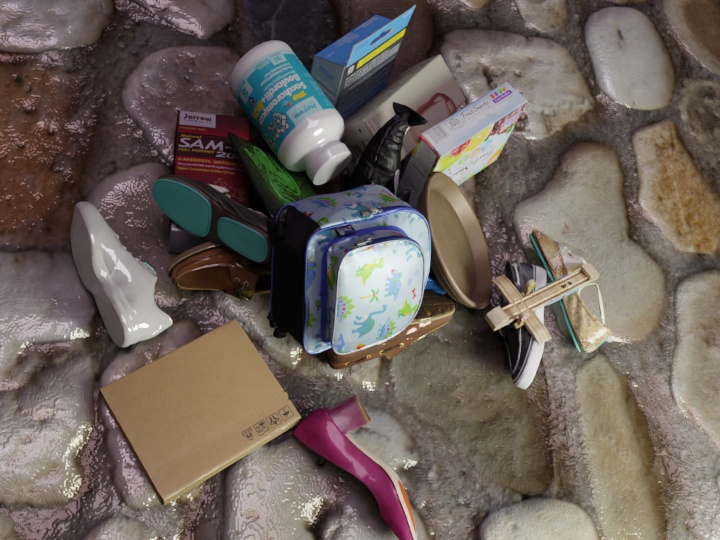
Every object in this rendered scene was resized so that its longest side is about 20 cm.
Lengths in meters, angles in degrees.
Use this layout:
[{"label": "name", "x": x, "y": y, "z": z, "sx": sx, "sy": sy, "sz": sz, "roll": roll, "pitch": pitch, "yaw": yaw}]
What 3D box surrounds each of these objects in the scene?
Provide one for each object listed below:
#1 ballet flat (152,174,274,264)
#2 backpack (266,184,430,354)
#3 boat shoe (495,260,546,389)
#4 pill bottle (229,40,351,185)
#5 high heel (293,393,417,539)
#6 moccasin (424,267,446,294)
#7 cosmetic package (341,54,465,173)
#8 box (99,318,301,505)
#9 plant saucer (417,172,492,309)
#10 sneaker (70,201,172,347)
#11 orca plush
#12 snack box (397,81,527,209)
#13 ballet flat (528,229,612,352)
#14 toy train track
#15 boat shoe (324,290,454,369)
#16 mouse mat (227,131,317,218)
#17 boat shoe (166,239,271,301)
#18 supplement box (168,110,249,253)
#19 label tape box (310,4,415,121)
[{"label": "ballet flat", "x": -0.177, "y": -0.068, "z": 1.138, "sx": 0.198, "sy": 0.069, "sz": 0.068, "roll": 31, "pitch": 31, "yaw": 18}, {"label": "backpack", "x": 0.000, "y": 0.000, "z": 1.091, "sx": 0.197, "sy": 0.186, "sz": 0.146, "roll": -20, "pitch": 38, "yaw": -34}, {"label": "boat shoe", "x": 0.222, "y": 0.071, "z": 1.255, "sx": 0.066, "sy": 0.072, "sz": 0.203, "roll": 17, "pitch": 57, "yaw": -7}, {"label": "pill bottle", "x": -0.096, "y": -0.223, "z": 1.270, "sx": 0.110, "sy": 0.111, "sz": 0.201, "roll": -29, "pitch": 74, "yaw": -29}, {"label": "high heel", "x": -0.004, "y": 0.263, "z": 1.098, "sx": 0.095, "sy": 0.067, "sz": 0.203, "roll": -27, "pitch": 74, "yaw": 3}, {"label": "moccasin", "x": 0.033, "y": -0.011, "z": 1.236, "sx": 0.196, "sy": 0.081, "sz": 0.070, "roll": 11, "pitch": 60, "yaw": -12}, {"label": "cosmetic package", "x": 0.057, "y": -0.232, "z": 1.345, "sx": 0.200, "sy": 0.103, "sz": 0.088, "roll": -45, "pitch": 108, "yaw": -30}, {"label": "box", "x": -0.197, "y": 0.167, "z": 1.092, "sx": 0.198, "sy": 0.021, "sz": 0.164, "roll": -27, "pitch": 67, "yaw": -27}, {"label": "plant saucer", "x": 0.133, "y": -0.040, "z": 1.254, "sx": 0.200, "sy": 0.029, "sz": 0.204, "roll": 40, "pitch": 40, "yaw": -44}, {"label": "sneaker", "x": -0.308, "y": 0.000, "z": 1.140, "sx": 0.087, "sy": 0.075, "sz": 0.203, "roll": -16, "pitch": 72, "yaw": -38}, {"label": "orca plush", "x": 0.033, "y": -0.128, "z": 1.232, "sx": 0.104, "sy": 0.201, "sz": 0.071, "roll": 34, "pitch": 16, "yaw": -9}, {"label": "snack box", "x": 0.152, "y": -0.185, "z": 1.335, "sx": 0.199, "sy": 0.143, "sz": 0.053, "roll": -34, "pitch": 73, "yaw": -29}, {"label": "ballet flat", "x": 0.316, "y": 0.021, "z": 1.311, "sx": 0.064, "sy": 0.070, "sz": 0.203, "roll": -25, "pitch": 74, "yaw": 14}, {"label": "toy train track", "x": 0.259, "y": 0.030, "z": 1.231, "sx": 0.197, "sy": 0.033, "sz": 0.116, "roll": -23, "pitch": 63, "yaw": -26}, {"label": "boat shoe", "x": 0.037, "y": 0.080, "z": 1.197, "sx": 0.196, "sy": 0.069, "sz": 0.072, "roll": -15, "pitch": 37, "yaw": -22}, {"label": "mouse mat", "x": -0.097, "y": -0.106, "z": 1.207, "sx": 0.160, "sy": 0.008, "sz": 0.201, "roll": 25, "pitch": 24, "yaw": -45}, {"label": "boat shoe", "x": -0.155, "y": 0.002, "z": 1.175, "sx": 0.196, "sy": 0.072, "sz": 0.069, "roll": -11, "pitch": 63, "yaw": -22}, {"label": "supplement box", "x": -0.210, "y": -0.122, "z": 1.235, "sx": 0.106, "sy": 0.061, "sz": 0.204, "roll": 4, "pitch": 59, "yaw": -15}, {"label": "label tape box", "x": -0.008, "y": -0.312, "z": 1.322, "sx": 0.063, "sy": 0.201, "sz": 0.144, "roll": 41, "pitch": 57, "yaw": 12}]
